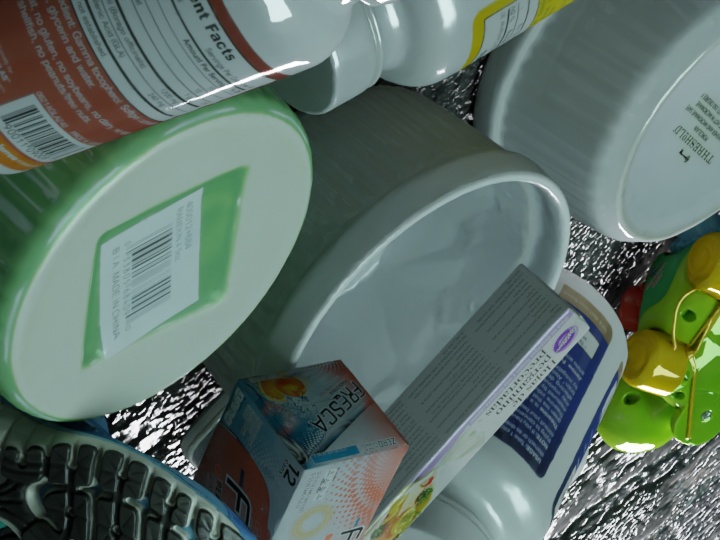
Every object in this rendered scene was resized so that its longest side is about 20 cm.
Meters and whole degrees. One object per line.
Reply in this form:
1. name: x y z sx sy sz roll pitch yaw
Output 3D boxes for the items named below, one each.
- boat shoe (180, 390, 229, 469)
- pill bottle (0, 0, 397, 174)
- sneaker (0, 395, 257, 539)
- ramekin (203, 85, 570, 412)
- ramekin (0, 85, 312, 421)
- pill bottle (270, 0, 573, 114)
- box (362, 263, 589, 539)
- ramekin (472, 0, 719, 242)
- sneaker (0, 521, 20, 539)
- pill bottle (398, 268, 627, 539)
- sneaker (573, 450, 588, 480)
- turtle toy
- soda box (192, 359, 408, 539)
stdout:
1. boat shoe: -0.030 0.107 1.653 0.074 0.065 0.202 -49 151 3
2. pill bottle: -0.074 -0.119 1.173 0.199 0.113 0.112 -19 157 18
3. sneaker: -0.127 0.090 1.381 0.090 0.200 0.079 -30 142 -58
4. ramekin: 0.000 0.000 1.518 0.200 0.105 0.200 -34 150 -23
5. ramekin: -0.116 -0.028 1.331 0.200 0.098 0.200 -34 149 -23
6. pill bottle: 0.040 -0.153 1.372 0.200 0.111 0.112 -32 148 -25
7. box: 0.033 0.086 1.519 0.200 0.041 0.039 -48 153 1
8. ramekin: 0.165 -0.106 1.619 0.202 0.094 0.203 -34 149 -24
9. sneaker: -0.187 0.171 1.463 0.084 0.121 0.200 -57 179 18
10. pill bottle: 0.065 0.095 1.644 0.111 0.111 0.200 97 18 -48
11. sneaker: 0.070 0.137 1.818 0.115 0.074 0.200 -32 150 -31
12. turtle toy: 0.216 0.040 1.861 0.145 0.101 0.200 19 116 -34
13. soda box: -0.051 0.138 1.458 0.068 0.064 0.200 -10 138 -39
